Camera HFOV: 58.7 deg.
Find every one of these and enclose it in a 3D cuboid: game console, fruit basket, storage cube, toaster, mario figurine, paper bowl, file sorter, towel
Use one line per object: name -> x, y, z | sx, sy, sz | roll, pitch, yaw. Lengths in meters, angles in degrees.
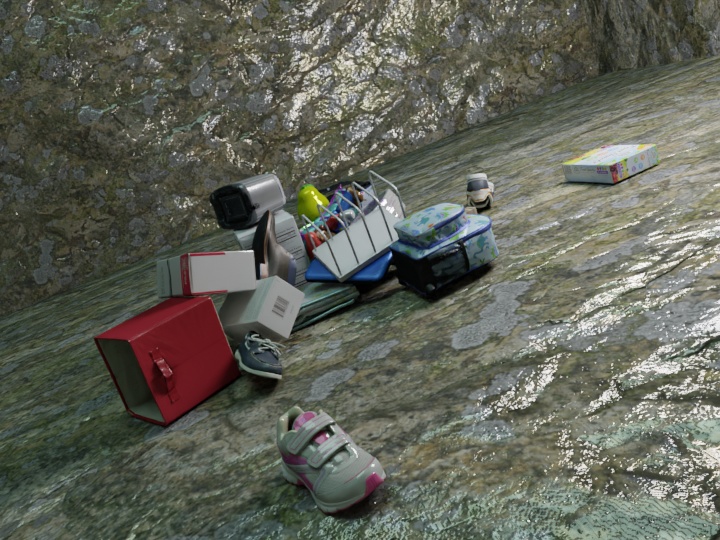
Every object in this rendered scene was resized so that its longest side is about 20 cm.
game console -> 0.000, 0.000, 1.463 | 0.197, 0.119, 0.172 | 0, 44, 28
fruit basket -> -0.121, -0.132, 1.805 | 0.214, 0.217, 0.156 | -31, -13, -34
storage cube -> -0.365, 0.165, 1.221 | 0.198, 0.173, 0.179 | -5, 20, 47
toaster -> -0.282, -0.180, 1.634 | 0.198, 0.115, 0.129 | -7, 18, 46
mario figurine -> -0.054, -0.098, 1.580 | 0.105, 0.124, 0.201 | 27, 77, 33
paper bowl -> 0.039, -0.106, 1.660 | 0.201, 0.104, 0.201 | -46, 11, 12
file sorter -> -0.012, -0.103, 1.393 | 0.199, 0.126, 0.139 | -34, 39, -13
towel -> -0.103, 0.070, 1.442 | 0.197, 0.049, 0.171 | -22, 13, -3

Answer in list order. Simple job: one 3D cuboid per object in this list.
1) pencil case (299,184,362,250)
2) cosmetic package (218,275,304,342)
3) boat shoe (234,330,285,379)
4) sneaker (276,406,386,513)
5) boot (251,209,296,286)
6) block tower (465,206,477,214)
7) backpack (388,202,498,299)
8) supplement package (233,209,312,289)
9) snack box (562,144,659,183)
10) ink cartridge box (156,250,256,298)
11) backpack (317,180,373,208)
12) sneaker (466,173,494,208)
pencil case -> -0.082, -0.128, 1.702 | 0.201, 0.092, 0.085 | -51, 11, -27
cosmetic package -> -0.217, 0.085, 1.347 | 0.199, 0.084, 0.109 | -11, 52, 52
boat shoe -> -0.183, 0.155, 1.188 | 0.074, 0.063, 0.200 | 22, -3, -18
sneaker -> -0.049, 0.220, 0.771 | 0.081, 0.089, 0.199 | -31, 18, -34
boot -> -0.196, -0.035, 1.476 | 0.096, 0.203, 0.074 | 18, -25, -32
block tower -> 0.201, -0.094, 1.580 | 0.198, 0.059, 0.054 | -25, 16, -22
backpack -> 0.173, -0.056, 1.312 | 0.197, 0.149, 0.183 | -22, 17, -15
supplement package -> -0.214, -0.027, 1.617 | 0.145, 0.203, 0.191 | -23, 15, -10
snack box -> 0.629, -0.272, 1.623 | 0.140, 0.054, 0.200 | -25, 16, -11
ink cartridge box -> -0.327, 0.009, 1.343 | 0.143, 0.086, 0.199 | -4, -1, -36
backpack -> -0.032, -0.216, 2.122 | 0.190, 0.156, 0.199 | -36, 26, -23
sneaker -> 0.331, -0.209, 1.778 | 0.077, 0.081, 0.200 | -9, -7, 18
